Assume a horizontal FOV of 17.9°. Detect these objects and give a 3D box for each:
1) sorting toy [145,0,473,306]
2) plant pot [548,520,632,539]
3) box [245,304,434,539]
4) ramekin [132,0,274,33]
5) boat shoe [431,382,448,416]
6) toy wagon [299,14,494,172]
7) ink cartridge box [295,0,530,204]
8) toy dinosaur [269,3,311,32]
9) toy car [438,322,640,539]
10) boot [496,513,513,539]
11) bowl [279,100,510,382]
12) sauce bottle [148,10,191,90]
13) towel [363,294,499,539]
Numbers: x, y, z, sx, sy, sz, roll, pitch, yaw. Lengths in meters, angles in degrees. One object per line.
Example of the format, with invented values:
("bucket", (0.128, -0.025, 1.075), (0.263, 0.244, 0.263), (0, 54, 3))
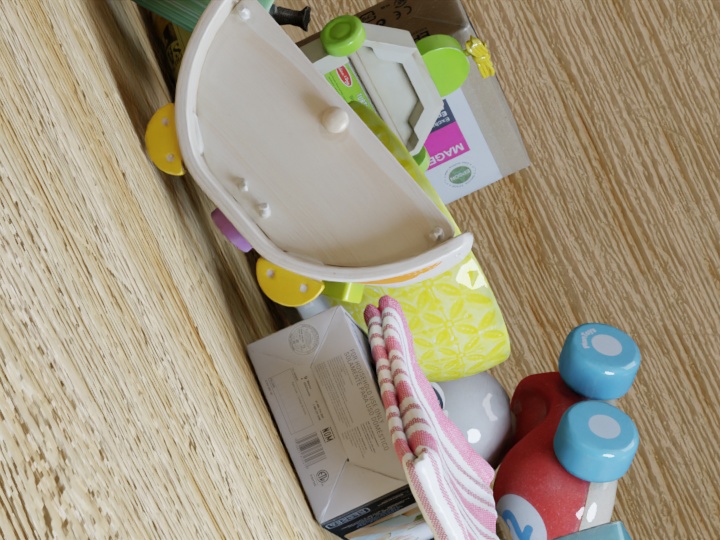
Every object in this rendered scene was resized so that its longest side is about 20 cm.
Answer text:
("sorting toy", (-0.033, -0.046, 1.328), (0.200, 0.107, 0.180), (49, 0, 10))
("plant pot", (0.128, 0.278, 1.409), (0.141, 0.141, 0.201), (52, 21, -71))
("box", (0.001, 0.101, 1.352), (0.200, 0.060, 0.117), (53, 14, -72))
("ramekin", (-0.082, -0.238, 1.389), (0.097, 0.200, 0.200), (23, 15, -11))
("boat shoe", (0.025, 0.099, 1.577), (0.200, 0.070, 0.071), (-104, 168, -71))
("toy wagon", (0.001, -0.121, 1.660), (0.155, 0.200, 0.040), (60, 5, -47))
("ink cartridge box", (0.011, -0.113, 1.756), (0.165, 0.200, 0.075), (59, 7, -45))
("toy dinosaur", (-0.099, -0.180, 1.663), (0.200, 0.102, 0.077), (4, 94, -72))
("toy car", (0.096, 0.139, 1.767), (0.177, 0.199, 0.185), (-80, -176, -51))
("boot", (0.095, 0.234, 1.641), (0.167, 0.072, 0.200), (59, 3, -34))
("bowl", (0.000, 0.000, 1.490), (0.200, 0.108, 0.200), (58, -8, 13))
("sauce bottle", (-0.092, -0.128, 1.499), (0.066, 0.066, 0.200), (60, 7, -49))
("towel", (0.050, 0.114, 1.284), (0.200, 0.030, 0.147), (-104, 168, -64))
